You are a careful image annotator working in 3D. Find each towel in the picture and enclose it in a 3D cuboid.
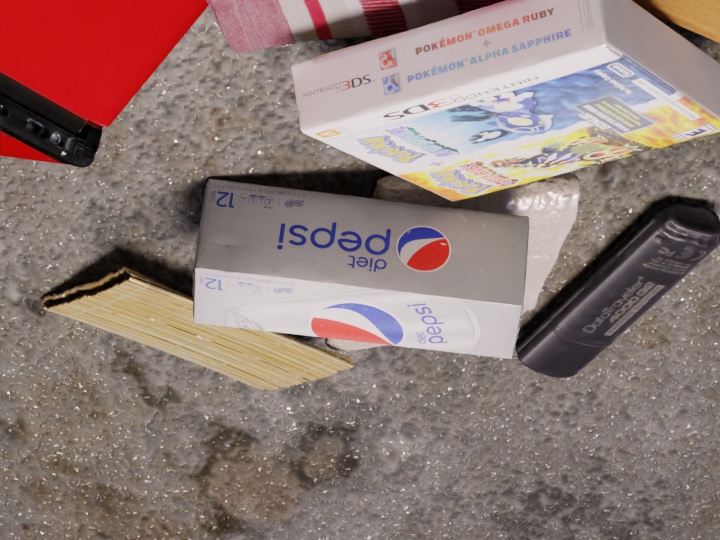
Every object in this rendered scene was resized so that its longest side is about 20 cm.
[{"bbox_3d":[0.055,-0.003,1.655,0.132,0.035,0.200,-2,151,-14],"label":"towel"},{"bbox_3d":[0.017,-0.148,1.335,0.199,0.023,0.144,-4,165,8],"label":"towel"}]

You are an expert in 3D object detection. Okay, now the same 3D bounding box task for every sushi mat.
[{"bbox_3d":[-0.104,0.041,1.680,0.095,0.012,0.200,-17,151,42],"label":"sushi mat"}]

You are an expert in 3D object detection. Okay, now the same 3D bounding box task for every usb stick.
[{"bbox_3d":[0.171,0.015,1.723,0.055,0.033,0.200,13,145,-23],"label":"usb stick"}]

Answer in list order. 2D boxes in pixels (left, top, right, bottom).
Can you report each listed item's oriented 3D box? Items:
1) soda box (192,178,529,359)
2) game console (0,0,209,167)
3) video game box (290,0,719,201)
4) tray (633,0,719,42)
[{"bbox_3d":[0.000,0.000,1.557,0.199,0.069,0.064,6,147,0],"label":"soda box"},{"bbox_3d":[-0.208,-0.143,1.340,0.172,0.119,0.200,9,167,40],"label":"game console"},{"bbox_3d":[0.087,-0.096,1.424,0.181,0.047,0.200,-12,165,25],"label":"video game box"},{"bbox_3d":[0.156,-0.183,1.355,0.199,0.037,0.099,17,142,-38],"label":"tray"}]
